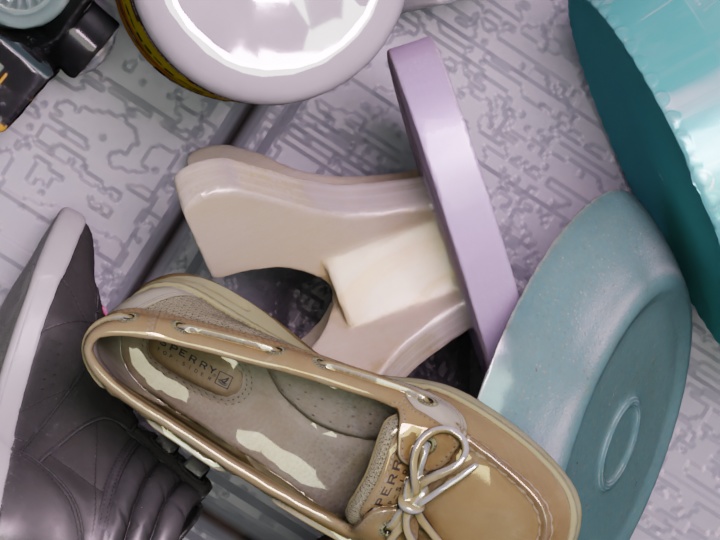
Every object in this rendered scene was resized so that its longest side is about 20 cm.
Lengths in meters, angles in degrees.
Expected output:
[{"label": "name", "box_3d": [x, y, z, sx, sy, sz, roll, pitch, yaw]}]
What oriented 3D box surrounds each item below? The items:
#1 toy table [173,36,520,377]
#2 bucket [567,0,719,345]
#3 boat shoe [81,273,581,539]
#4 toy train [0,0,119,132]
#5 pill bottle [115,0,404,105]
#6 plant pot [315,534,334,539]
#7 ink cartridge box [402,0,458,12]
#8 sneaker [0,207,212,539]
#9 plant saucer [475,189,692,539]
[{"label": "toy table", "box_3d": [0.000, 0.000, 1.252, 0.117, 0.184, 0.201, -19, 129, 1]}, {"label": "bucket", "box_3d": [0.183, -0.064, 1.252, 0.134, 0.207, 0.208, -24, 96, -2]}, {"label": "boat shoe", "box_3d": [-0.012, 0.066, 1.147, 0.200, 0.063, 0.073, 31, 108, 9]}, {"label": "toy train", "box_3d": [-0.200, -0.134, 1.261, 0.200, 0.085, 0.114, 40, 98, -7]}, {"label": "pill bottle", "box_3d": [-0.045, -0.122, 1.216, 0.109, 0.200, 0.110, 0, 94, -7]}, {"label": "plant pot", "box_3d": [-0.021, 0.219, 1.263, 0.174, 0.200, 0.201, -24, 97, 17]}, {"label": "ink cartridge box", "box_3d": [0.039, -0.194, 1.222, 0.057, 0.200, 0.163, -16, 95, -13]}, {"label": "sneaker", "box_3d": [-0.110, 0.064, 1.250, 0.099, 0.201, 0.071, 21, 134, -15]}, {"label": "plant saucer", "box_3d": [0.094, 0.067, 1.251, 0.036, 0.200, 0.201, 19, 92, 21]}]
